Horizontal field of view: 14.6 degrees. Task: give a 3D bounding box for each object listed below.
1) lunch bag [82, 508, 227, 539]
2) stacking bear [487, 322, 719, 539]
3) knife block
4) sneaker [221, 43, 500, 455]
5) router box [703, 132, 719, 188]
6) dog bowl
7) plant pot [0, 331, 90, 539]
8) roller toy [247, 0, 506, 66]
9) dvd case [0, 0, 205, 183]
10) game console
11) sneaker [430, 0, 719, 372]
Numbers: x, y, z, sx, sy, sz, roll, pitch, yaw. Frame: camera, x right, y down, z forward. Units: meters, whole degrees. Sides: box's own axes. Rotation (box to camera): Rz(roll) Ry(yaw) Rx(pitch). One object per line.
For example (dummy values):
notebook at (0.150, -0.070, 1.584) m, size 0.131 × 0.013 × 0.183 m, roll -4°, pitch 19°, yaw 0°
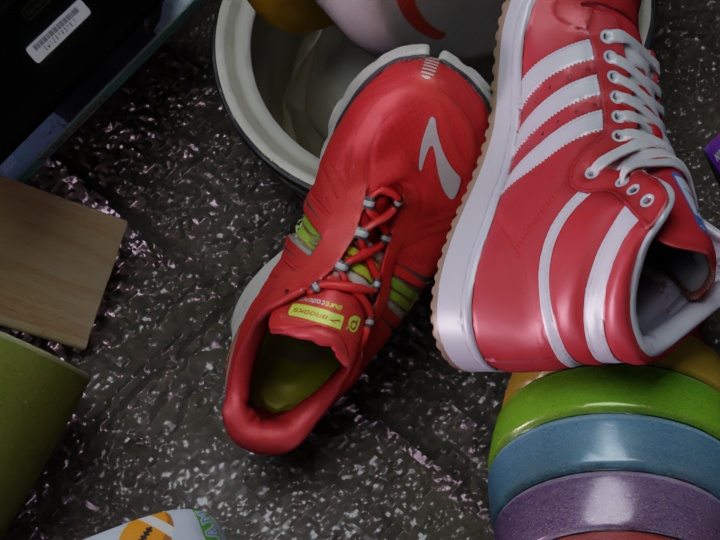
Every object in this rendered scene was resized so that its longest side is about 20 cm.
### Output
lunch bag at (-0.129, 0.172, 1.096) m, size 0.200 × 0.160 × 0.076 m, roll -21°, pitch 57°, yaw 0°
stacking bear at (0.106, 0.063, 1.141) m, size 0.121 × 0.114 × 0.200 m, roll -4°, pitch 55°, yaw 11°
knife block at (-0.210, -0.027, 1.196) m, size 0.199 × 0.176 × 0.064 m, roll 19°, pitch 89°, yaw 2°
sneaker at (0.000, 0.000, 1.158) m, size 0.077 × 0.200 × 0.085 m, roll 25°, pitch 32°, yaw -4°
router box at (0.255, -0.018, 1.118) m, size 0.200 × 0.051 × 0.149 m, roll -19°, pitch 78°, yaw -22°
dog bowl at (0.038, -0.094, 1.267) m, size 0.200 × 0.074 × 0.201 m, roll -6°, pitch 58°, yaw 10°
plant pot at (-0.234, 0.105, 1.168) m, size 0.187 × 0.187 × 0.200 m, roll 17°, pitch 82°, yaw 22°
roller toy at (0.034, -0.189, 1.175) m, size 0.182 × 0.200 × 0.140 m, roll -27°, pitch 56°, yaw -19°
dvd case at (-0.178, -0.158, 1.294) m, size 0.146 × 0.022 × 0.200 m, roll -43°, pitch 83°, yaw 11°
game console at (-0.205, -0.124, 1.204) m, size 0.116 × 0.176 × 0.200 m, roll -33°, pitch 13°, yaw 38°
sneaker at (0.104, -0.052, 1.100) m, size 0.112 × 0.071 × 0.201 m, roll 2°, pitch 71°, yaw 40°
